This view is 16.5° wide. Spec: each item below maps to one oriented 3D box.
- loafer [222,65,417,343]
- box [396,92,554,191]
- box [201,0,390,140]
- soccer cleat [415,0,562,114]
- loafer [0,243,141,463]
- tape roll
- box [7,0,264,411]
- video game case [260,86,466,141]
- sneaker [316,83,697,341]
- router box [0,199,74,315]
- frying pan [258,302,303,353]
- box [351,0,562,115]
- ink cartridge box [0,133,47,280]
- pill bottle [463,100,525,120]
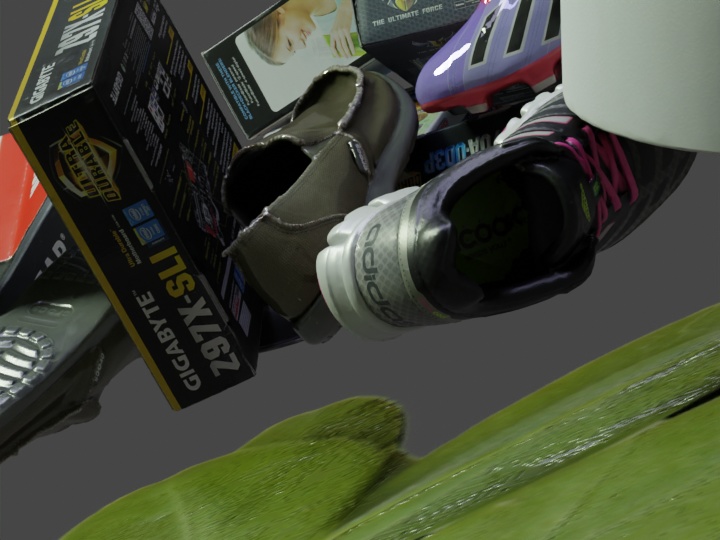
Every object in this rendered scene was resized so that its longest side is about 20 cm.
[{"bbox_3d":[-0.022,-0.047,1.171,0.075,0.069,0.200,-48,17,24],"label":"loafer"},{"bbox_3d":[0.125,-0.072,1.247,0.199,0.046,0.159,-17,2,-34],"label":"box"},{"bbox_3d":[0.018,-0.155,1.433,0.199,0.060,0.116,-29,-1,36],"label":"box"},{"bbox_3d":[0.107,-0.140,1.156,0.199,0.077,0.067,-28,3,11],"label":"soccer cleat"},{"bbox_3d":[-0.157,0.058,1.213,0.075,0.070,0.200,14,41,36],"label":"loafer"},{"bbox_3d":[0.180,-0.108,1.029,0.201,0.071,0.203,-3,20,1],"label":"tape roll"},{"bbox_3d":[-0.100,-0.048,1.196,0.049,0.160,0.200,-23,23,10],"label":"box"},{"bbox_3d":[-0.023,-0.049,1.371,0.142,0.018,0.200,-16,19,26],"label":"video game case"},{"bbox_3d":[0.080,-0.029,1.041,0.199,0.074,0.087,-27,12,-29],"label":"sneaker"},{"bbox_3d":[-0.246,0.039,1.437,0.148,0.051,0.200,-19,26,24],"label":"router box"},{"bbox_3d":[0.010,-0.002,1.275,0.189,0.031,0.115,-30,12,-38],"label":"frying pan"},{"bbox_3d":[0.112,-0.139,1.276,0.199,0.051,0.158,-13,-13,18],"label":"box"},{"bbox_3d":[-0.207,-0.025,1.283,0.201,0.050,0.163,-59,16,23],"label":"ink cartridge box"},{"bbox_3d":[0.113,-0.119,1.509,0.112,0.113,0.200,-23,6,-11],"label":"pill bottle"}]
